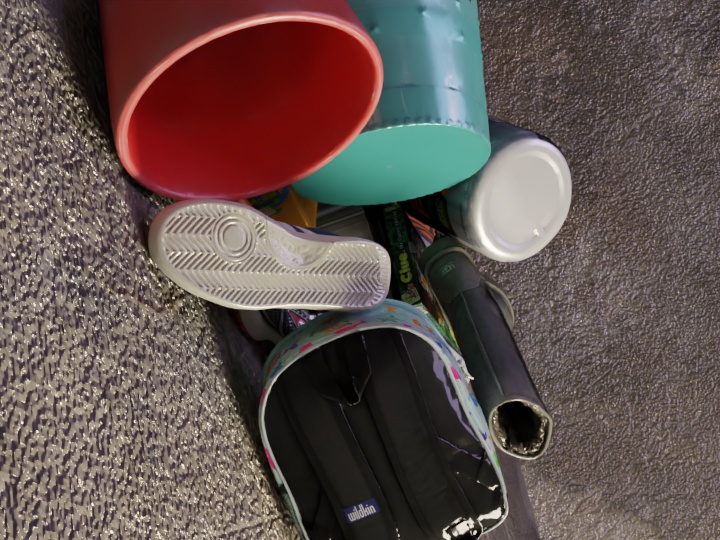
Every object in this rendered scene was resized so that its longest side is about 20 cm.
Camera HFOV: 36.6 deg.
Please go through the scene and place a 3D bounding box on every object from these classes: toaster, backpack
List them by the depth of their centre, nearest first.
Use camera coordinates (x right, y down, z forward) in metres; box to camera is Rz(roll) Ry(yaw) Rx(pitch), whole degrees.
[{"bbox_3d":[0.012,0.126,0.873,0.151,0.175,0.202,-100,164,-71],"label":"backpack"},{"bbox_3d":[0.000,0.000,1.177,0.181,0.117,0.203,-66,138,-76],"label":"toaster"}]

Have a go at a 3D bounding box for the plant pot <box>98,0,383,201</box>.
[{"bbox_3d":[-0.103,-0.177,0.787,0.179,0.198,0.201,66,7,26],"label":"plant pot"}]

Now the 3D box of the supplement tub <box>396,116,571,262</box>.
[{"bbox_3d":[0.104,-0.093,1.069,0.199,0.122,0.124,32,-30,56],"label":"supplement tub"}]

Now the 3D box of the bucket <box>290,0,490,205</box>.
[{"bbox_3d":[0.015,-0.149,0.934,0.207,0.203,0.137,43,38,-70],"label":"bucket"}]

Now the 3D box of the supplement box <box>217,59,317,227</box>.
[{"bbox_3d":[-0.102,-0.107,0.963,0.069,0.065,0.201,-96,164,-47],"label":"supplement box"}]

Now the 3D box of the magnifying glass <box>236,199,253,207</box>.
[{"bbox_3d":[-0.067,-0.002,0.991,0.201,0.079,0.022,51,-2,-39],"label":"magnifying glass"}]

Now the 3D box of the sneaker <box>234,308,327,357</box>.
[{"bbox_3d":[-0.058,0.032,0.941,0.081,0.073,0.201,-97,165,-45],"label":"sneaker"}]

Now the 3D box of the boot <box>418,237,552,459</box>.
[{"bbox_3d":[0.129,0.083,1.002,0.182,0.072,0.201,41,15,-48],"label":"boot"}]

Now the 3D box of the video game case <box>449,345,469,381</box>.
[{"bbox_3d":[0.051,0.173,1.094,0.203,0.022,0.182,-64,161,-6],"label":"video game case"}]

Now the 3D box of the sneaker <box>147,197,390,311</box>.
[{"bbox_3d":[-0.076,-0.005,0.819,0.197,0.084,0.076,15,84,-33],"label":"sneaker"}]

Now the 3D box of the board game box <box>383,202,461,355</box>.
[{"bbox_3d":[0.066,0.018,1.110,0.200,0.023,0.106,51,23,-64],"label":"board game box"}]

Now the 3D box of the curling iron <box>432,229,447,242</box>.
[{"bbox_3d":[0.117,0.050,1.195,0.050,0.025,0.204,-26,101,-76],"label":"curling iron"}]

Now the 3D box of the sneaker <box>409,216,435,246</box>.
[{"bbox_3d":[0.071,-0.064,1.310,0.200,0.112,0.078,44,-33,10],"label":"sneaker"}]
